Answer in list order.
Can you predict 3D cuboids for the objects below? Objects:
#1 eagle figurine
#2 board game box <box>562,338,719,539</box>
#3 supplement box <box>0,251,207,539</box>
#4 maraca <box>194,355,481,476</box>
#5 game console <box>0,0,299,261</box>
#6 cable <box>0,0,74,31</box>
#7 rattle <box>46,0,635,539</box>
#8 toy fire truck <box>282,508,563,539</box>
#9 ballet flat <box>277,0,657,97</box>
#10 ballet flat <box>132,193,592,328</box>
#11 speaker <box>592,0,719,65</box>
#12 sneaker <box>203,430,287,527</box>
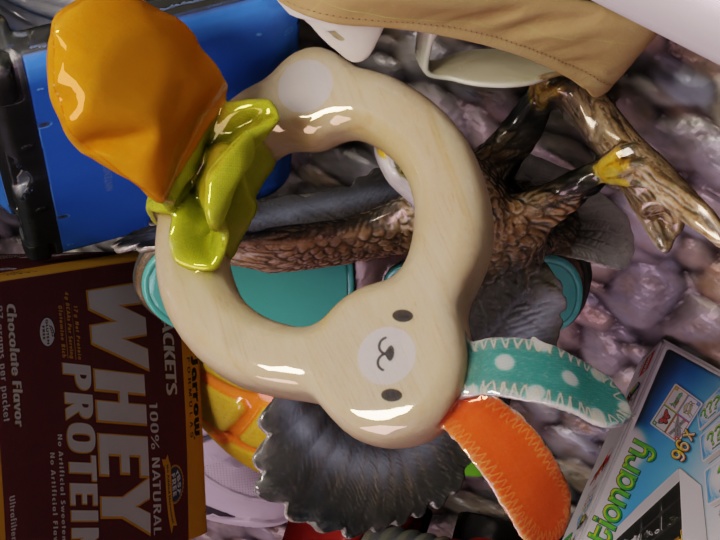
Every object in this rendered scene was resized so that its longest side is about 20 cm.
[{"bbox_3d":[0.022,-0.008,0.934,0.151,0.200,0.152,51,-176,-20],"label":"eagle figurine"},{"bbox_3d":[0.150,0.144,1.056,0.126,0.200,0.035,29,152,-3],"label":"board game box"},{"bbox_3d":[-0.200,0.065,1.033,0.200,0.133,0.197,-1,-176,24],"label":"supplement box"},{"bbox_3d":[-0.009,0.057,1.140,0.137,0.107,0.200,-19,138,31],"label":"maraca"},{"bbox_3d":[-0.122,-0.094,0.937,0.170,0.119,0.200,-15,163,-8],"label":"game console"},{"bbox_3d":[-0.123,-0.159,0.939,0.200,0.069,0.200,39,147,-22],"label":"cable"},{"bbox_3d":[-0.002,-0.005,0.799,0.200,0.130,0.143,54,166,28],"label":"rattle"},{"bbox_3d":[0.023,0.170,1.205,0.176,0.129,0.200,11,165,26],"label":"toy fire truck"},{"bbox_3d":[0.022,-0.097,0.845,0.200,0.069,0.063,9,126,-28],"label":"ballet flat"},{"bbox_3d":[0.000,0.000,1.033,0.200,0.068,0.068,4,116,-8],"label":"ballet flat"},{"bbox_3d":[0.096,-0.128,0.806,0.200,0.081,0.081,26,149,1],"label":"speaker"},{"bbox_3d":[-0.081,0.063,1.228,0.200,0.075,0.115,45,150,-21],"label":"sneaker"}]
